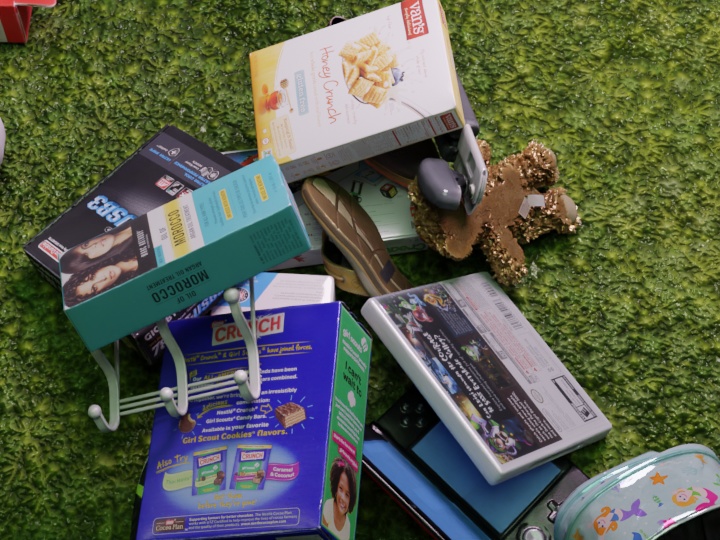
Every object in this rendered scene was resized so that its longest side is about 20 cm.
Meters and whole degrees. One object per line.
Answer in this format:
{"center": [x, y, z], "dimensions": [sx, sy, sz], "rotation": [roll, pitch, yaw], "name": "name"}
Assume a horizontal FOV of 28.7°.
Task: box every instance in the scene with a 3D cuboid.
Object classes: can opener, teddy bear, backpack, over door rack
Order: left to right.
{"center": [-0.156, 0.026, 1.182], "dimensions": [0.146, 0.067, 0.202], "rotation": [-13, 53, 17], "name": "over door rack"}
{"center": [0.076, -0.131, 1.333], "dimensions": [0.066, 0.054, 0.201], "rotation": [2, 42, -17], "name": "can opener"}
{"center": [0.130, -0.061, 1.382], "dimensions": [0.199, 0.067, 0.146], "rotation": [-38, 99, -33], "name": "teddy bear"}
{"center": [0.246, 0.239, 1.162], "dimensions": [0.175, 0.202, 0.151], "rotation": [-22, 44, -13], "name": "backpack"}

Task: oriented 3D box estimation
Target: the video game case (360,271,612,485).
{"center": [0.116, 0.091, 1.284], "dimensions": [0.181, 0.023, 0.201], "rotation": [-11, 56, -48], "name": "video game case"}

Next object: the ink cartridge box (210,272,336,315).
{"center": [-0.085, 0.106, 1.293], "dimensions": [0.114, 0.068, 0.203], "rotation": [3, 61, 3], "name": "ink cartridge box"}

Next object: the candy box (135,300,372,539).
{"center": [-0.085, 0.136, 1.170], "dimensions": [0.167, 0.077, 0.203], "rotation": [-7, 59, 21], "name": "candy box"}

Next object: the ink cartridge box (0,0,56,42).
{"center": [-0.414, -0.310, 1.510], "dimensions": [0.197, 0.068, 0.118], "rotation": [2, 62, -1], "name": "ink cartridge box"}

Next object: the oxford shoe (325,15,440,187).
{"center": [0.016, -0.167, 1.405], "dimensions": [0.071, 0.073, 0.201], "rotation": [-30, 69, -20], "name": "oxford shoe"}

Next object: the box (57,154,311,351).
{"center": [-0.144, -0.016, 1.139], "dimensions": [0.198, 0.049, 0.083], "rotation": [-25, 38, 1], "name": "box"}

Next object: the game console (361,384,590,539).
{"center": [0.096, 0.171, 1.237], "dimensions": [0.200, 0.119, 0.172], "rotation": [42, 68, 18], "name": "game console"}

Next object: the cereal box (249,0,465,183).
{"center": [-0.006, -0.173, 1.344], "dimensions": [0.197, 0.040, 0.146], "rotation": [-17, 57, 14], "name": "cereal box"}

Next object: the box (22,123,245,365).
{"center": [-0.190, -0.032, 1.336], "dimensions": [0.198, 0.050, 0.199], "rotation": [-42, 47, -19], "name": "box"}

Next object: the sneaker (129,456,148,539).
{"center": [-0.165, 0.237, 1.211], "dimensions": [0.070, 0.083, 0.203], "rotation": [1, 61, -2], "name": "sneaker"}

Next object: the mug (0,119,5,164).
{"center": [-0.441, -0.122, 1.368], "dimensions": [0.186, 0.150, 0.153], "rotation": [37, 58, 10], "name": "mug"}

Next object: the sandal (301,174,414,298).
{"center": [0.000, 0.000, 1.340], "dimensions": [0.054, 0.080, 0.201], "rotation": [-34, 93, 22], "name": "sandal"}

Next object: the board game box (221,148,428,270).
{"center": [-0.037, -0.070, 1.411], "dimensions": [0.197, 0.035, 0.128], "rotation": [-7, 61, -6], "name": "board game box"}
